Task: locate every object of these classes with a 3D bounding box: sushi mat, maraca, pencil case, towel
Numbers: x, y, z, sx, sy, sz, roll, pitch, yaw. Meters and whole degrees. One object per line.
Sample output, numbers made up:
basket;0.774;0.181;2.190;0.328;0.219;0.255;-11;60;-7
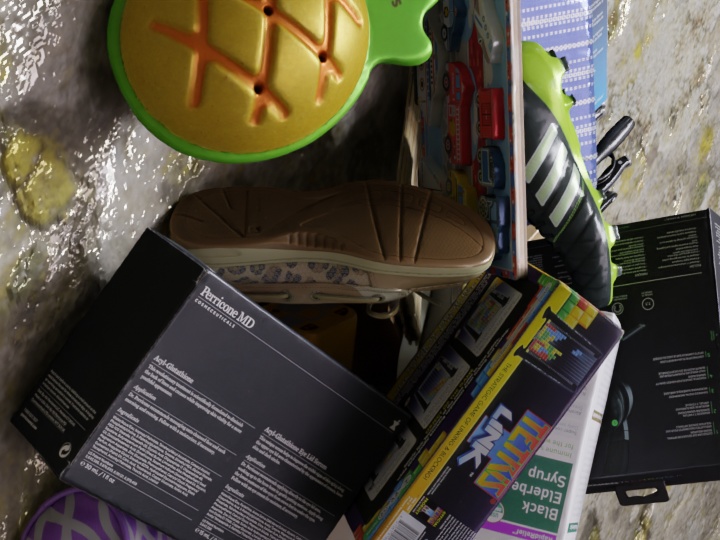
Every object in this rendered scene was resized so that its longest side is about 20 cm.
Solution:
sushi mat;0.038;-0.050;1.141;0.201;0.012;0.096;-82;166;-46
maraca;-0.046;-0.140;0.907;0.199;0.107;0.138;-29;95;-20
pencil case;-0.133;0.196;1.025;0.084;0.086;0.200;-35;149;11
towel;0.107;-0.128;1.169;0.144;0.024;0.201;-14;111;-25

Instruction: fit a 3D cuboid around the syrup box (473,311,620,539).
syrup box;0.122;0.124;1.135;0.081;0.078;0.201;34;69;-75

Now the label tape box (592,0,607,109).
label tape box;0.133;-0.194;1.260;0.143;0.066;0.201;-42;136;-41

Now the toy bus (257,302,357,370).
toy bus;-0.056;0.115;1.113;0.065;0.078;0.201;-25;128;-52

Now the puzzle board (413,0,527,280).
puzzle board;0.065;-0.101;1.041;0.017;0.151;0.202;-4;97;-20

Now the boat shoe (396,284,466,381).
boat shoe;0.072;0.026;1.187;0.072;0.060;0.202;84;17;-46

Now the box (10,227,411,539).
box;-0.084;0.089;0.969;0.141;0.079;0.200;-53;131;-2

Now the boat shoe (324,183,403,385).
boat shoe;0.000;0.000;1.156;0.201;0.070;0.071;79;15;-53

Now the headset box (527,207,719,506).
headset box;0.200;0.073;1.212;0.093;0.173;0.201;23;59;-60

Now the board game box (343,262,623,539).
board game box;0.066;0.089;1.026;0.200;0.057;0.165;-54;-169;3

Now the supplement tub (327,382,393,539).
supplement tub;0.041;0.150;1.238;0.200;0.140;0.141;-24;128;-52

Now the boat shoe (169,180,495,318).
boat shoe;-0.017;-0.011;1.003;0.074;0.198;0.063;-80;172;-46

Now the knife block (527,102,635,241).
knife block;0.149;-0.066;1.335;0.200;0.064;0.176;-9;126;-58

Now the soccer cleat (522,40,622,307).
soccer cleat;0.127;-0.062;1.149;0.081;0.068;0.201;-20;104;-3
